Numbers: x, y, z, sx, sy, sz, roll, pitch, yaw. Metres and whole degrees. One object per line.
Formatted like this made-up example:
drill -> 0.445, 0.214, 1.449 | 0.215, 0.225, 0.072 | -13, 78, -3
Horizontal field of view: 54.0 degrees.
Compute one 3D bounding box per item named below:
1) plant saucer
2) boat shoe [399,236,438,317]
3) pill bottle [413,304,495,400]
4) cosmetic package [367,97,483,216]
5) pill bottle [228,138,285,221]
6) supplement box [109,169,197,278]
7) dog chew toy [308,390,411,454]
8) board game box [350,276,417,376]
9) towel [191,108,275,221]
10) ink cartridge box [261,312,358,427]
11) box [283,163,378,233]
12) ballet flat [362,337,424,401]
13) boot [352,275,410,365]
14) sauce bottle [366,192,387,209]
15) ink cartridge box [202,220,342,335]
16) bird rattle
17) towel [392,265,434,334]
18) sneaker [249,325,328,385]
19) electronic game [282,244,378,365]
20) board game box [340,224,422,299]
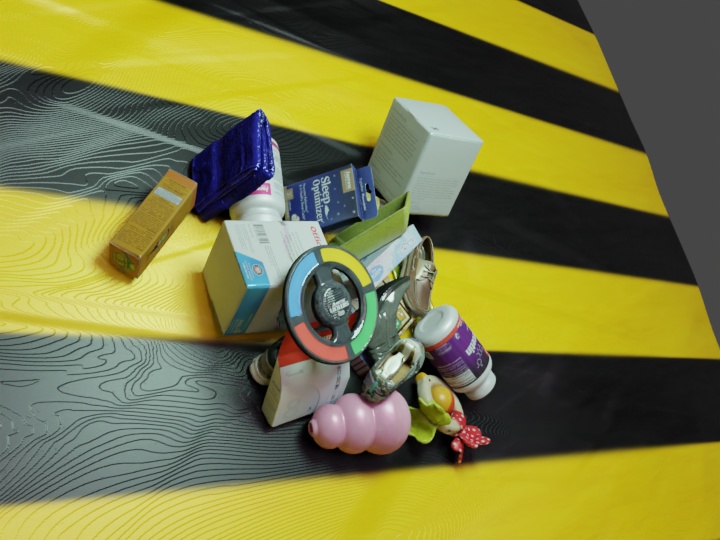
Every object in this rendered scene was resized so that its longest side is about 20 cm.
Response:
plant saucer -> 0.024, -0.076, 1.427 | 0.049, 0.197, 0.200 | 57, 13, -10
boat shoe -> 0.132, 0.006, 1.551 | 0.075, 0.071, 0.204 | 29, 44, -36
pill bottle -> 0.207, 0.180, 1.515 | 0.201, 0.111, 0.113 | 51, 47, -20
cosmetic package -> 0.140, -0.256, 1.611 | 0.163, 0.203, 0.168 | 1, 38, -35
pill bottle -> -0.206, -0.155, 1.390 | 0.111, 0.113, 0.205 | 6, 63, -34
supplement box -> -0.367, -0.086, 1.258 | 0.067, 0.067, 0.203 | 25, 51, -2
dog chew toy -> -0.005, 0.284, 1.317 | 0.195, 0.125, 0.128 | -1, 67, -27
board game box -> 0.017, 0.096, 1.473 | 0.153, 0.046, 0.200 | 52, 48, -3
towel -> -0.246, -0.199, 1.328 | 0.049, 0.197, 0.151 | 17, 55, -49
ink cartridge box -> -0.081, 0.176, 1.261 | 0.157, 0.203, 0.047 | -10, 45, -39
box -> -0.065, -0.141, 1.447 | 0.032, 0.195, 0.124 | 43, 34, -62
ballet flat -> 0.076, 0.172, 1.333 | 0.073, 0.072, 0.200 | 52, 42, -1
boot -> 0.060, 0.108, 1.438 | 0.200, 0.067, 0.133 | -41, 106, -43
sauce bottle -> 0.020, -0.138, 1.585 | 0.196, 0.064, 0.066 | 19, 57, -26
ink cartridge box -> -0.162, 0.011, 1.294 | 0.196, 0.147, 0.149 | -2, 53, -35
bird rattle -> 0.178, 0.292, 1.463 | 0.197, 0.113, 0.166 | 21, 39, -30
towel -> 0.133, 0.082, 1.587 | 0.084, 0.018, 0.205 | -5, 70, -39
sneaker -> -0.111, 0.150, 1.321 | 0.197, 0.087, 0.075 | -20, 79, -42
electronic game -> -0.048, 0.057, 1.204 | 0.196, 0.041, 0.206 | 9, 76, -37
board game box -> 0.000, 0.000, 1.406 | 0.044, 0.197, 0.200 | 56, 48, -10
